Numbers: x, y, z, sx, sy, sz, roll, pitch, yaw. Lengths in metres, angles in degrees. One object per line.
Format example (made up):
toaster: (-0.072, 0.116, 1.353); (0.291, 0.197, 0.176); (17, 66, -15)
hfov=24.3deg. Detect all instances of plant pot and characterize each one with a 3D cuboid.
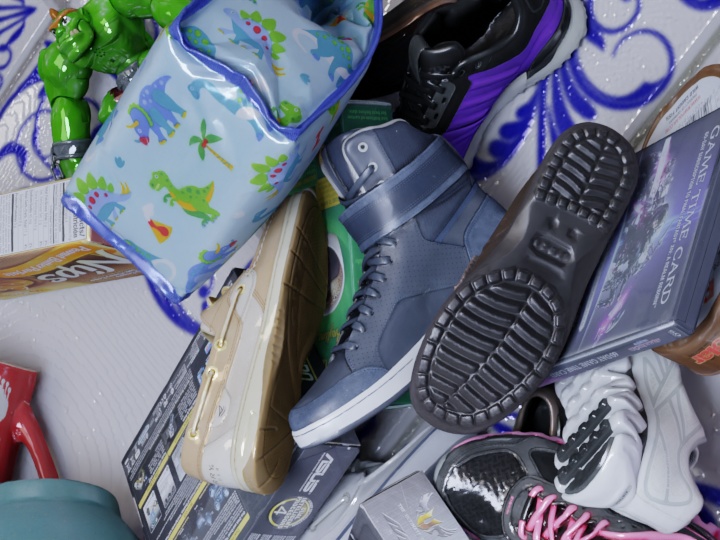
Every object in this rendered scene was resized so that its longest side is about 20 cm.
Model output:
plant pot: (-0.227, 0.230, 1.184); (0.199, 0.200, 0.136); (-22, 59, 28)

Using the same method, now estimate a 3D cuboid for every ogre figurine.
ogre figurine: (-0.184, -0.154, 1.284); (0.121, 0.098, 0.200); (59, 141, 12)

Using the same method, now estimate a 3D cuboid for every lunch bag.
lunch bag: (-0.073, -0.108, 1.052); (0.127, 0.200, 0.170); (42, 130, 1)

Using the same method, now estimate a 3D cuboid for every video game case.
video game case: (0.152, -0.008, 0.983); (0.200, 0.019, 0.144); (-28, 37, 62)

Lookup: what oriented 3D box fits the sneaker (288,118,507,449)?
sneaker: (0.000, 0.000, 1.028); (0.202, 0.077, 0.147); (-42, 97, -20)

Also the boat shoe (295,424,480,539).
boat shoe: (-0.003, 0.160, 1.112); (0.200, 0.073, 0.065); (-48, 64, 16)

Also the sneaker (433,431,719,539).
sneaker: (0.135, 0.152, 0.969); (0.198, 0.095, 0.080); (21, 93, 7)

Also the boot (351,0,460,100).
boot: (-0.015, -0.165, 1.176); (0.199, 0.074, 0.098); (-33, 62, 34)

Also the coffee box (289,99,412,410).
coffee box: (-0.016, -0.002, 1.129); (0.123, 0.044, 0.203); (-19, 74, 61)

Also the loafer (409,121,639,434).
loafer: (0.099, 0.009, 0.988); (0.073, 0.071, 0.201); (35, 89, 1)

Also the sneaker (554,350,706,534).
sneaker: (0.163, 0.076, 0.991); (0.075, 0.080, 0.201); (-53, 15, 36)

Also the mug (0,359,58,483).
mug: (-0.313, 0.166, 1.309); (0.133, 0.176, 0.202); (179, 107, -70)

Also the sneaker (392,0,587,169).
sneaker: (0.054, -0.125, 1.112); (0.200, 0.099, 0.070); (-49, 57, 15)

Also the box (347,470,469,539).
box: (0.058, 0.242, 1.006); (0.201, 0.048, 0.159); (54, 153, 24)

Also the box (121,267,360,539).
box: (-0.089, 0.125, 1.141); (0.201, 0.049, 0.162); (-58, 39, 30)

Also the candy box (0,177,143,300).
candy box: (-0.242, -0.023, 1.280); (0.198, 0.115, 0.056); (-10, 76, 32)

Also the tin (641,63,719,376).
tin: (0.203, -0.033, 0.977); (0.112, 0.041, 0.202); (126, 157, -47)

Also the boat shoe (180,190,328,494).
boat shoe: (-0.069, 0.039, 1.044); (0.068, 0.074, 0.202); (1, 60, 20)

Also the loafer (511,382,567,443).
loafer: (0.099, 0.166, 1.049); (0.071, 0.063, 0.202); (12, 88, 32)
